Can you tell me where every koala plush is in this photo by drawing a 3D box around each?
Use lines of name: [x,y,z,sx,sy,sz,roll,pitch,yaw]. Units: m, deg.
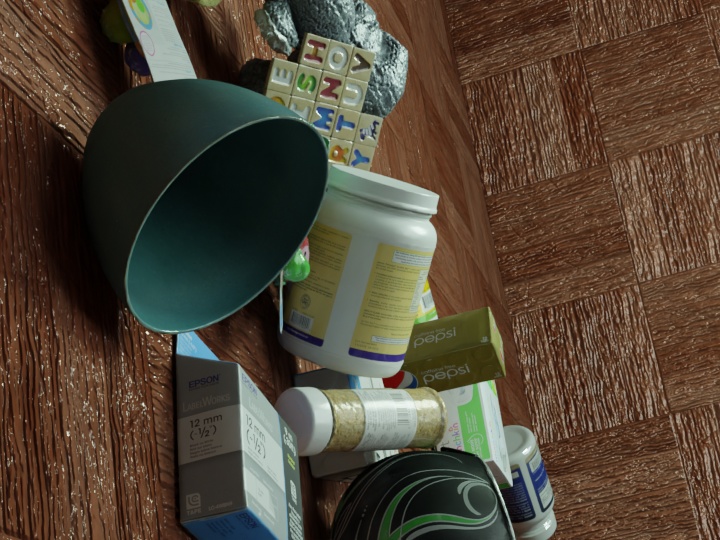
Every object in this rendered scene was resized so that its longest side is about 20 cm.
koala plush: [-0.044,-0.272,1.594,0.183,0.178,0.201,31,-19,29]

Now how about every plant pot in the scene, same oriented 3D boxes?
plant pot: [-0.141,-0.072,1.124,0.135,0.200,0.200,42,-4,28]

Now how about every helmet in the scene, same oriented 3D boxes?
helmet: [0.057,0.294,1.511,0.200,0.188,0.203,167,-90,-81]

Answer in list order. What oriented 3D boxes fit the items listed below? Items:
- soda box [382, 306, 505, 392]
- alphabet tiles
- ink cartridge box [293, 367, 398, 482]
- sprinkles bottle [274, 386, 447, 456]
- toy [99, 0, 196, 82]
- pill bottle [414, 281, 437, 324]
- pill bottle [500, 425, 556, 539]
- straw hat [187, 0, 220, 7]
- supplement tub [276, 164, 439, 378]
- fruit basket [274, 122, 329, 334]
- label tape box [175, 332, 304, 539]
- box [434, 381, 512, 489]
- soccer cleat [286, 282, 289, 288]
soda box: [0.079,0.111,1.794,0.064,0.197,0.068,-91,162,-47]
alphabet tiles: [-0.046,-0.148,1.549,0.166,0.008,0.203,9,100,-40]
ink cartridge box: [-0.008,0.178,1.639,0.200,0.066,0.117,32,44,-72]
sprinkles bottle: [0.002,0.156,1.494,0.198,0.068,0.069,4,68,-43]
toy: [-0.206,-0.232,1.279,0.115,0.047,0.203,-20,91,-74]
pill bottle: [0.026,-0.009,1.909,0.111,0.110,0.203,-41,116,-76]
pill bottle: [0.287,0.394,2.601,0.116,0.114,0.202,-80,153,-63]
straw hat: [-0.165,-0.317,1.452,0.086,0.199,0.201,-64,161,-3]
supplement tub: [0.000,0.000,1.538,0.145,0.144,0.203,-19,126,-78]
fruit basket: [-0.072,-0.051,1.429,0.185,0.092,0.203,-119,-156,-83]
label tape box: [-0.104,0.150,1.247,0.144,0.065,0.202,59,22,-53]
box: [0.169,0.241,2.300,0.177,0.095,0.203,56,24,-63]
soccer cleat: [-0.064,-0.027,1.616,0.078,0.069,0.202,-171,-122,-83]
